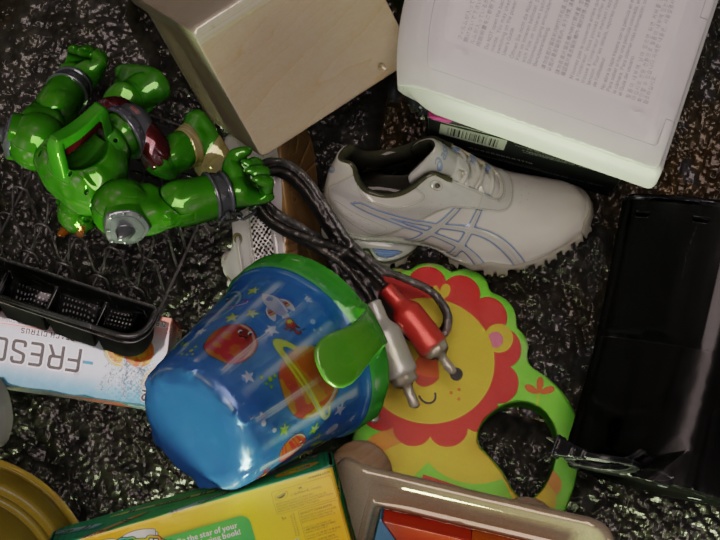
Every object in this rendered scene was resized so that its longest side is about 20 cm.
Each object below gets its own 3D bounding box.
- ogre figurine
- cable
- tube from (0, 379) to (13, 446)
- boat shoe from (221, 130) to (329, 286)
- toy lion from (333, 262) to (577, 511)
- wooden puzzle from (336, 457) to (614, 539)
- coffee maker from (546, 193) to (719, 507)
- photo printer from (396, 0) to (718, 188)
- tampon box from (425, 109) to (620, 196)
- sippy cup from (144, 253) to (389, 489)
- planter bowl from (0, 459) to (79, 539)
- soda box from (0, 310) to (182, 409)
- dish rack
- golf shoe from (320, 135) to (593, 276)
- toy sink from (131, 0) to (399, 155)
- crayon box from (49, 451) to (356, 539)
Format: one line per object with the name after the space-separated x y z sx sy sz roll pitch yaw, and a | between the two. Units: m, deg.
-0.166 -0.083 1.427 0.120 0.098 0.200 -32 74 -34 | ogre figurine
0.000 0.000 1.453 0.097 0.050 0.201 -30 96 -15 | cable
-0.346 0.107 1.476 0.198 0.052 0.059 -8 99 15 | tube
-0.066 -0.005 1.512 0.069 0.071 0.202 -2 92 27 | boat shoe
0.067 0.097 1.501 0.199 0.069 0.193 19 77 3 | toy lion
0.061 0.234 1.450 0.198 0.037 0.186 15 117 5 | wooden puzzle
0.223 0.052 1.434 0.134 0.192 0.202 10 82 18 | coffee maker
0.128 -0.163 1.390 0.199 0.069 0.168 18 85 2 | photo printer
0.139 -0.175 1.490 0.149 0.126 0.202 14 84 2 | tampon box
-0.071 0.076 1.397 0.139 0.179 0.130 37 45 18 | sippy cup
-0.276 0.224 1.406 0.199 0.083 0.202 1 85 -7 | planter bowl
-0.231 0.054 1.504 0.198 0.064 0.069 9 84 3 | soda box
-0.186 -0.039 1.484 0.152 0.055 0.201 18 59 8 | dish rack
0.070 -0.052 1.485 0.198 0.098 0.079 -2 51 -2 | golf shoe
-0.067 -0.174 1.486 0.130 0.200 0.113 -33 114 -9 | toy sink
-0.098 0.208 1.398 0.198 0.058 0.120 -15 95 -2 | crayon box
